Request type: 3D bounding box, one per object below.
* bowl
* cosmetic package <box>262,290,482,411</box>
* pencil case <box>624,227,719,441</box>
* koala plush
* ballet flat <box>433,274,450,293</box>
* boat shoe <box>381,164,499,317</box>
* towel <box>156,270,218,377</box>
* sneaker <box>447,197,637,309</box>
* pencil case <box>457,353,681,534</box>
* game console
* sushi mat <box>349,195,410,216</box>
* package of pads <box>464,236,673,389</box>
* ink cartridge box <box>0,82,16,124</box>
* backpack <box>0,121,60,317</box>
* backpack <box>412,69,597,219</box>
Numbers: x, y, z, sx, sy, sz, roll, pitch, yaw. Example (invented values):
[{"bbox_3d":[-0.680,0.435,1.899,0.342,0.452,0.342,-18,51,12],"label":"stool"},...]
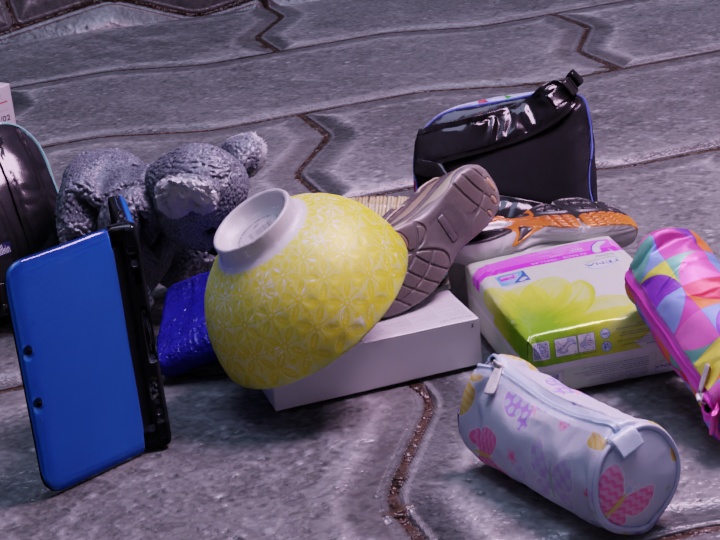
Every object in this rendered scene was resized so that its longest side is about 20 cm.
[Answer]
[{"bbox_3d":[-0.067,-0.006,1.547,0.199,0.108,0.201,-27,30,17],"label":"bowl"},{"bbox_3d":[0.004,0.073,1.611,0.198,0.051,0.083,-12,19,-14],"label":"cosmetic package"},{"bbox_3d":[0.281,0.051,1.433,0.087,0.089,0.201,-10,39,-11],"label":"pencil case"},{"bbox_3d":[-0.193,-0.067,1.797,0.199,0.185,0.177,-26,7,35],"label":"koala plush"},{"bbox_3d":[0.005,0.008,1.806,0.197,0.077,0.064,1,-12,10],"label":"ballet flat"},{"bbox_3d":[0.047,-0.022,1.655,0.200,0.075,0.073,-39,18,-26],"label":"boat shoe"},{"bbox_3d":[-0.105,0.023,1.699,0.198,0.050,0.148,-24,21,10],"label":"towel"},{"bbox_3d":[0.175,-0.011,1.730,0.197,0.093,0.076,-9,24,-8],"label":"sneaker"},{"bbox_3d":[0.154,0.127,1.333,0.082,0.092,0.200,-15,21,-25],"label":"pencil case"},{"bbox_3d":[-0.234,0.057,1.507,0.117,0.203,0.171,-10,18,-10],"label":"game console"},{"bbox_3d":[0.000,0.000,1.750,0.094,0.012,0.201,-2,46,11],"label":"sushi mat"},{"bbox_3d":[0.195,0.040,1.605,0.153,0.069,0.200,-10,23,-9],"label":"package of pads"},{"bbox_3d":[-0.512,-0.177,2.306,0.067,0.202,0.115,11,26,44],"label":"ink cartridge box"},{"bbox_3d":[-0.407,-0.052,1.900,0.174,0.202,0.153,-21,7,-32],"label":"backpack"},{"bbox_3d":[0.147,-0.094,1.846,0.188,0.203,0.154,-2,-11,-3],"label":"backpack"}]
